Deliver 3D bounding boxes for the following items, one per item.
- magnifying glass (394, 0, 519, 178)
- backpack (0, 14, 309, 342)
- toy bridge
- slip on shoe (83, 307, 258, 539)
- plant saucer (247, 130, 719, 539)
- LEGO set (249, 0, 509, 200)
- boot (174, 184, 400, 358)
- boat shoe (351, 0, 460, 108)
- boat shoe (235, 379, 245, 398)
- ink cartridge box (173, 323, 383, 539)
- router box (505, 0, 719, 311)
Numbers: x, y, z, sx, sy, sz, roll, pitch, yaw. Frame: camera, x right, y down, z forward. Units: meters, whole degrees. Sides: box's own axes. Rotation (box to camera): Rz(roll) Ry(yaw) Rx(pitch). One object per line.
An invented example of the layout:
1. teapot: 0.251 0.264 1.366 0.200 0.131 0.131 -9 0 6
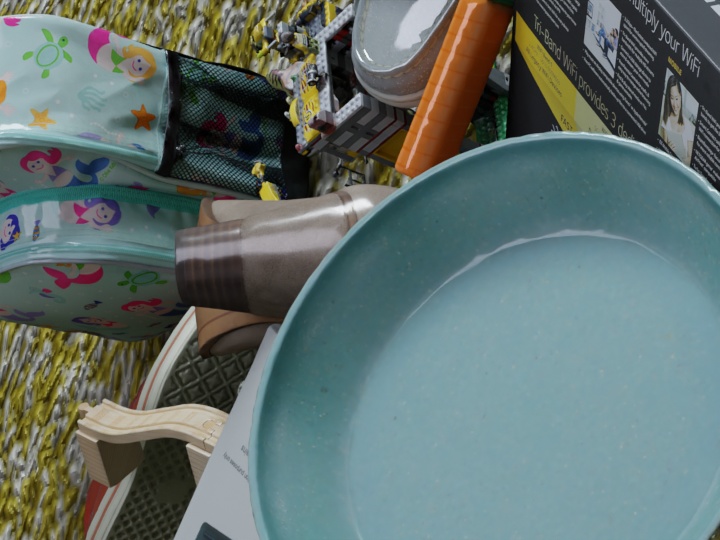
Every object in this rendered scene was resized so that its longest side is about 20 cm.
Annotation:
1. magnifying glass: 0.060 -0.130 0.899 0.022 0.079 0.201 29 105 38
2. backpack: -0.145 -0.049 1.150 0.177 0.199 0.152 -21 57 48
3. toy bridge: -0.061 0.096 1.018 0.199 0.068 0.027 21 47 36
4. slip on shoe: -0.089 0.073 1.129 0.201 0.074 0.061 -62 31 21
5. plant saucer: 0.054 0.048 0.762 0.199 0.036 0.201 -16 56 25
6. LEGO set: -0.010 -0.092 1.051 0.153 0.115 0.201 -29 51 45
7. boot: 0.000 0.000 0.947 0.200 0.145 0.071 51 -143 -89
8. boat shoe: 0.043 -0.168 0.934 0.074 0.065 0.203 29 93 40
9. boat shoe: -0.003 0.051 1.012 0.200 0.070 0.064 -27 54 48
10. ink cartridge box: -0.004 0.142 0.900 0.083 0.146 0.201 37 105 54
11. router box: 0.117 -0.048 0.838 0.200 0.052 0.158 -120 24 -48
